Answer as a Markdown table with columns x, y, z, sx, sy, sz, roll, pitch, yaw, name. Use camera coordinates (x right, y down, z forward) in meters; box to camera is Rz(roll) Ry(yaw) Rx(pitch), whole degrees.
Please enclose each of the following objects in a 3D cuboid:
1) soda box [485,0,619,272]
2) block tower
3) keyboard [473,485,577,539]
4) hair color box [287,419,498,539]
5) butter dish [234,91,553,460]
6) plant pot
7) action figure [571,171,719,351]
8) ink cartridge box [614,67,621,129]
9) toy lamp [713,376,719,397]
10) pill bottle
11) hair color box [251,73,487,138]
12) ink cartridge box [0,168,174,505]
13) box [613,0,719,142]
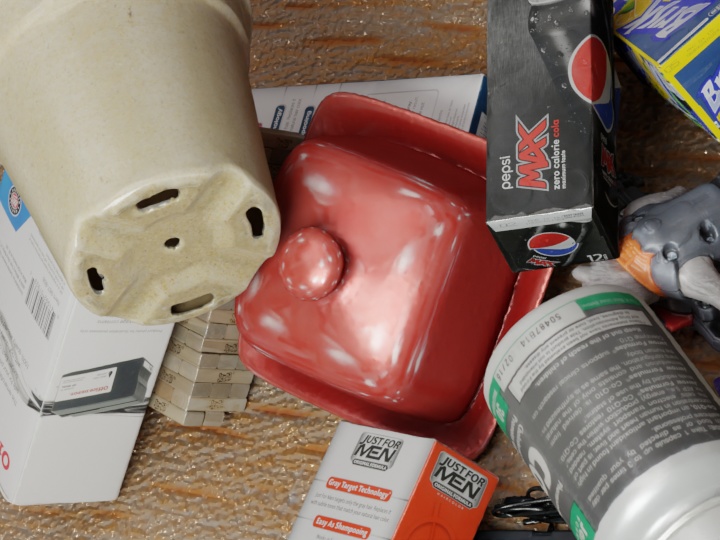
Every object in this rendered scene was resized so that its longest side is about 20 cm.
| x | y | z | sx | sy | sz | roll | pitch | yaw | name |
| --- | --- | --- | --- | --- | --- | --- | --- | --- | --- |
| 0.115 | -0.102 | 1.702 | 0.071 | 0.063 | 0.200 | -8 | 59 | 16 | soda box |
| -0.091 | -0.001 | 1.862 | 0.058 | 0.054 | 0.200 | 25 | 104 | 42 | block tower |
| 0.102 | 0.171 | 1.676 | 0.200 | 0.040 | 0.104 | -3 | 59 | 32 | keyboard |
| -0.004 | 0.196 | 1.692 | 0.102 | 0.061 | 0.200 | 8 | 70 | 54 | hair color box |
| 0.000 | 0.000 | 1.745 | 0.200 | 0.148 | 0.199 | 23 | 98 | 28 | butter dish |
| -0.137 | -0.075 | 1.723 | 0.200 | 0.200 | 0.184 | -33 | 50 | 12 | plant pot |
| 0.203 | -0.046 | 1.714 | 0.193 | 0.105 | 0.200 | -40 | 46 | -8 | action figure |
| 0.124 | -0.158 | 1.842 | 0.044 | 0.094 | 0.200 | -7 | 51 | -6 | ink cartridge box |
| 0.300 | 0.032 | 1.616 | 0.200 | 0.058 | 0.058 | -35 | 47 | 13 | toy lamp |
| 0.162 | 0.111 | 1.600 | 0.113 | 0.113 | 0.200 | -39 | 51 | 6 | pill bottle |
| 0.001 | -0.070 | 1.894 | 0.200 | 0.061 | 0.100 | -1 | 62 | 34 | hair color box |
| -0.196 | 0.035 | 1.874 | 0.145 | 0.084 | 0.200 | 55 | 134 | 45 | ink cartridge box |
| 0.203 | -0.141 | 1.740 | 0.070 | 0.064 | 0.200 | -41 | 16 | 4 | box |
